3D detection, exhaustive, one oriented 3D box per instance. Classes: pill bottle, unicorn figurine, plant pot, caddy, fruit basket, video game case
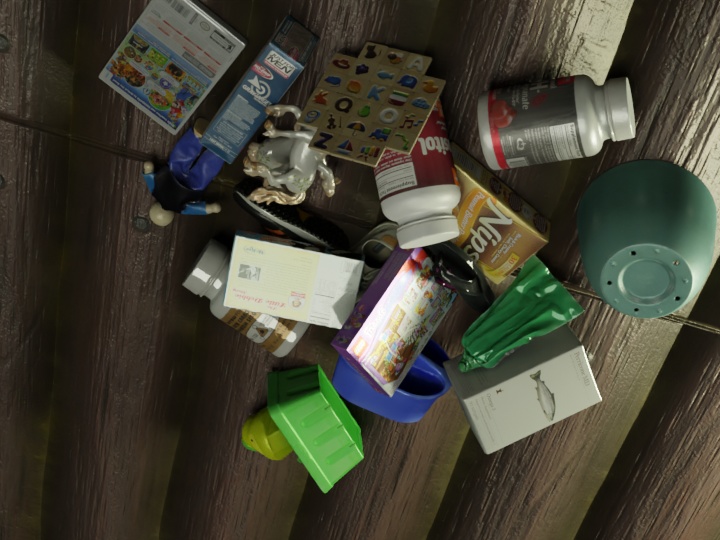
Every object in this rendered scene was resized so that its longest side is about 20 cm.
[{"bbox_3d":[0.266,-0.204,1.560,0.199,0.111,0.111,-7,122,18],"label":"pill bottle"},{"bbox_3d":[-0.083,-0.175,1.681,0.199,0.074,0.138,-16,122,22],"label":"unicorn figurine"},{"bbox_3d":[-0.177,0.040,1.838,0.200,0.115,0.114,34,125,-10],"label":"pill bottle"},{"bbox_3d":[-0.077,-0.171,1.598,0.137,0.074,0.200,16,134,-21],"label":"unicorn figurine"},{"bbox_3d":[0.401,-0.028,1.619,0.199,0.161,0.201,7,126,9],"label":"plant pot"},{"bbox_3d":[0.050,0.151,1.843,0.199,0.142,0.105,22,130,-3],"label":"caddy"},{"bbox_3d":[-0.120,0.278,1.982,0.214,0.156,0.217,-2,117,-4],"label":"fruit basket"},{"bbox_3d":[0.075,-0.138,1.596,0.112,0.113,0.201,-15,82,23],"label":"pill bottle"},{"bbox_3d":[-0.275,-0.308,1.679,0.143,0.018,0.200,37,124,-13],"label":"video game case"}]

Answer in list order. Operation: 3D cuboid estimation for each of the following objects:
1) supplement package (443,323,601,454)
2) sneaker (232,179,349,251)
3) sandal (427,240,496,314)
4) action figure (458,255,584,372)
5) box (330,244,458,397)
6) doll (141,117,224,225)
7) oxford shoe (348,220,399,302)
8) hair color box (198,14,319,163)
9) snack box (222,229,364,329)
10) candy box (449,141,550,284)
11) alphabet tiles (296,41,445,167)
[{"bbox_3d":[0.249,0.172,1.781,0.199,0.117,0.117,-25,118,-1],"label":"supplement package"},{"bbox_3d":[-0.120,-0.058,1.782,0.200,0.070,0.090,29,123,-10],"label":"sneaker"},{"bbox_3d":[0.151,0.017,1.738,0.075,0.048,0.201,16,154,44],"label":"sandal"},{"bbox_3d":[0.224,0.084,1.745,0.200,0.055,0.118,-40,70,0],"label":"action figure"},{"bbox_3d":[0.055,0.072,1.743,0.039,0.200,0.137,17,156,45],"label":"box"},{"bbox_3d":[-0.269,-0.137,1.778,0.136,0.049,0.200,36,125,-11],"label":"doll"},{"bbox_3d":[0.000,0.000,1.803,0.075,0.058,0.200,35,126,-13],"label":"oxford shoe"},{"bbox_3d":[-0.144,-0.254,1.632,0.060,0.100,0.200,34,125,-12],"label":"hair color box"},{"bbox_3d":[-0.102,0.015,1.752,0.199,0.037,0.117,12,108,-4],"label":"snack box"},{"bbox_3d":[0.169,-0.083,1.703,0.200,0.055,0.115,38,126,-13],"label":"candy box"},{"bbox_3d":[0.015,-0.226,1.549,0.166,0.201,0.006,17,150,18],"label":"alphabet tiles"}]
